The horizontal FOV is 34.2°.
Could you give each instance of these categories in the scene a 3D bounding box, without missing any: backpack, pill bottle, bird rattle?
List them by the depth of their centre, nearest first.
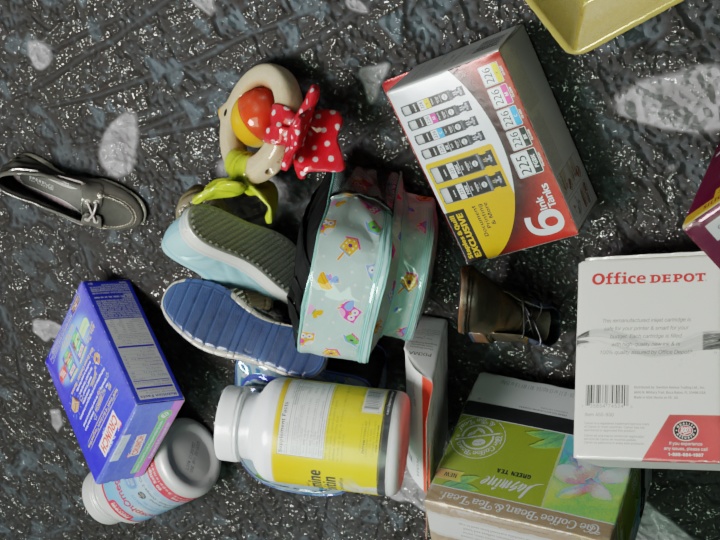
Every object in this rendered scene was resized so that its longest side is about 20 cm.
[{"bbox_3d":[0.000,0.000,1.238,0.152,0.200,0.177,17,123,5],"label":"backpack"},{"bbox_3d":[-0.105,-0.148,1.248,0.200,0.112,0.164,-46,51,45],"label":"bird rattle"},{"bbox_3d":[-0.050,0.174,1.249,0.198,0.112,0.113,6,121,9],"label":"pill bottle"},{"bbox_3d":[-0.068,0.179,1.401,0.182,0.147,0.201,11,126,9],"label":"backpack"},{"bbox_3d":[-0.292,0.282,1.605,0.199,0.109,0.109,-29,102,36],"label":"pill bottle"}]

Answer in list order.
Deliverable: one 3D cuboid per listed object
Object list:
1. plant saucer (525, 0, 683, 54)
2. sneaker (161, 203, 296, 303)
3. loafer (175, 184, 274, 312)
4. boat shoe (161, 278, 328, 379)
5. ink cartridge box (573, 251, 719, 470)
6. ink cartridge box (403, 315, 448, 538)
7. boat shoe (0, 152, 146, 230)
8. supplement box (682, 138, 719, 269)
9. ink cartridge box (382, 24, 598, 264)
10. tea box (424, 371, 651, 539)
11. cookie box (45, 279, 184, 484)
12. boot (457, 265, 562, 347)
[{"bbox_3d":[0.215,-0.310,1.019,0.199,0.049,0.200,-25,125,34],"label":"plant saucer"},{"bbox_3d":[-0.136,-0.009,1.329,0.199,0.074,0.082,33,139,-29],"label":"sneaker"},{"bbox_3d":[-0.156,-0.024,1.389,0.075,0.068,0.201,-16,127,6],"label":"loafer"},{"bbox_3d":[-0.130,0.073,1.311,0.199,0.072,0.073,26,82,9],"label":"boat shoe"},{"bbox_3d":[0.292,0.091,1.153,0.146,0.083,0.202,-2,75,28],"label":"ink cartridge box"},{"bbox_3d":[0.066,0.169,1.303,0.057,0.200,0.164,5,119,13],"label":"ink cartridge box"},{"bbox_3d":[-0.365,-0.089,1.460,0.199,0.057,0.067,21,125,15],"label":"boat shoe"},{"bbox_3d":[0.374,-0.078,1.005,0.103,0.200,0.131,46,127,-4],"label":"supplement box"},{"bbox_3d":[0.117,-0.118,1.185,0.175,0.084,0.201,-16,109,34],"label":"ink cartridge box"},{"bbox_3d":[0.198,0.237,1.266,0.199,0.197,0.134,8,134,22],"label":"tea box"},{"bbox_3d":[-0.319,0.142,1.502,0.201,0.075,0.172,59,134,29],"label":"cookie box"},{"bbox_3d":[0.155,0.038,1.214,0.096,0.200,0.075,4,81,14],"label":"boot"}]
